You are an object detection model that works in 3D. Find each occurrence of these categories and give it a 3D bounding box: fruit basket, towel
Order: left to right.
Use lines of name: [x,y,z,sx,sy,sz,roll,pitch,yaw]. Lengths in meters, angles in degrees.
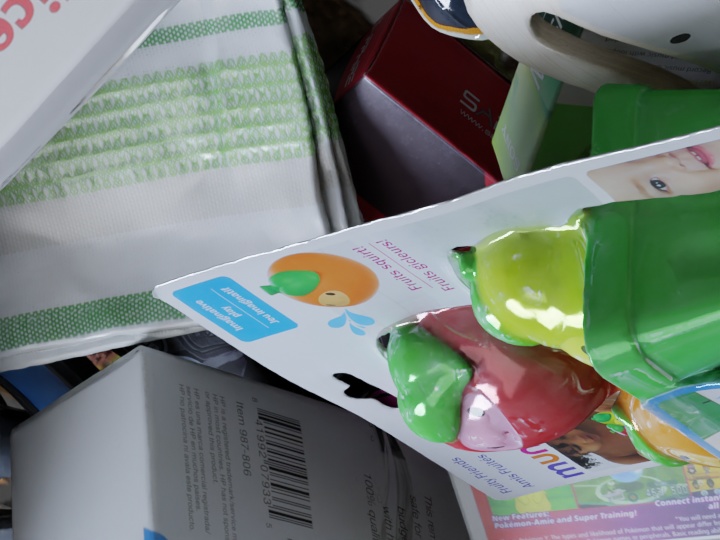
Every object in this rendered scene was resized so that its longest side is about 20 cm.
towel: [-0.088,-0.070,0.780,0.149,0.031,0.201,-11,105,10]
fruit basket: [0.071,0.026,0.675,0.199,0.094,0.185,-21,144,31]

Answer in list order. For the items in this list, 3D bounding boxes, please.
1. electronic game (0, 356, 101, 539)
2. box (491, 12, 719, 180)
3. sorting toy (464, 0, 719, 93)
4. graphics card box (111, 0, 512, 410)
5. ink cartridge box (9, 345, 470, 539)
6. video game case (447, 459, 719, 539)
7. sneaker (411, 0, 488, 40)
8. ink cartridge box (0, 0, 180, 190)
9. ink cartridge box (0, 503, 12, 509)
electronic game: [-0.176,0.061,0.919,0.199,0.042,0.200,13,139,12]
box: [0.133,-0.097,0.681,0.144,0.036,0.200,3,133,-17]
sorting toy: [0.125,-0.091,0.610,0.199,0.107,0.180,19,146,-30]
graphics card box: [0.000,0.000,0.869,0.125,0.051,0.200,38,135,-14]
ink cartridge box: [-0.023,0.129,0.842,0.200,0.145,0.084,20,142,-40]
video game case: [0.127,0.072,0.776,0.199,0.023,0.183,-8,113,26]
sneaker: [0.018,-0.125,0.723,0.199,0.079,0.080,26,130,-5]
ink cartridge box: [-0.147,-0.130,0.687,0.200,0.145,0.147,44,107,-5]
ink cartridge box: [-0.260,0.130,1.101,0.199,0.050,0.109,21,136,3]
